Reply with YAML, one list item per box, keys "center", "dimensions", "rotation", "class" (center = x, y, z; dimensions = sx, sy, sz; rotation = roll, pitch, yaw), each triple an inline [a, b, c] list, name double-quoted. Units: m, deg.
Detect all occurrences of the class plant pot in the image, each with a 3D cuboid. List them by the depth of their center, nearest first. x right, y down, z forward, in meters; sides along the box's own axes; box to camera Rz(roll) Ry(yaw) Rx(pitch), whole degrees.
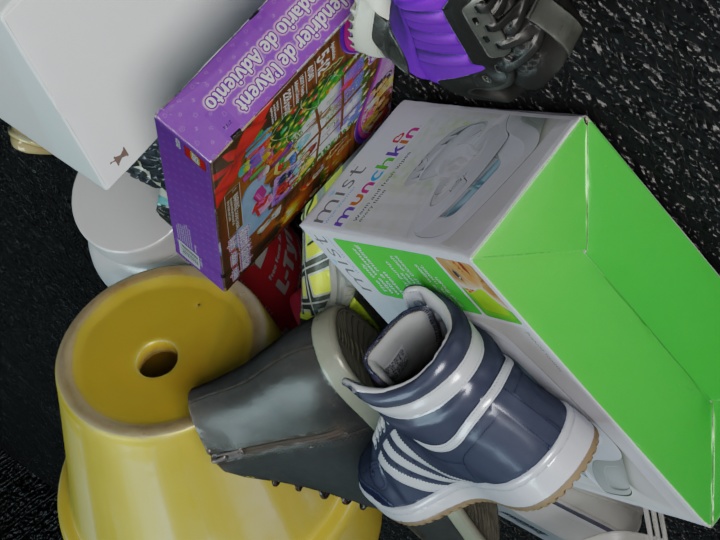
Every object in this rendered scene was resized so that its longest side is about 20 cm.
- center: [-0.099, 0.104, 1.562]
  dimensions: [0.200, 0.201, 0.189]
  rotation: [32, 155, 34]
  class: "plant pot"

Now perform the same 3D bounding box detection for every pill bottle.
- center: [-0.105, -0.013, 1.649]
  dimensions: [0.112, 0.113, 0.200]
  rotation: [34, 173, 28]
  class: "pill bottle"

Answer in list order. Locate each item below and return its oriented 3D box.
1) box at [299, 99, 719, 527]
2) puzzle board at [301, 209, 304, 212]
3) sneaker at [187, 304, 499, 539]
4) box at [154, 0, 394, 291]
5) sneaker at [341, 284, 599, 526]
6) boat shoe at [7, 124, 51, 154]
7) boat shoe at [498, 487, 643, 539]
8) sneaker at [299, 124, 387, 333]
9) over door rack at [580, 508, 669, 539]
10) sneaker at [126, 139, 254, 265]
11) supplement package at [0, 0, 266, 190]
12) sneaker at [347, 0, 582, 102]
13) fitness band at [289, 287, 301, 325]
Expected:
- center: [0.096, 0.016, 1.293]
  dimensions: [0.200, 0.097, 0.176]
  rotation: [48, 163, -25]
  class: "box"
- center: [-0.082, -0.098, 1.588]
  dimensions: [0.200, 0.017, 0.151]
  rotation: [33, 165, 34]
  class: "puzzle board"
- center: [-0.005, 0.104, 1.453]
  dimensions: [0.200, 0.106, 0.075]
  rotation: [50, -153, -33]
  class: "sneaker"
- center: [-0.039, -0.078, 1.285]
  dimensions: [0.039, 0.137, 0.200]
  rotation: [39, 166, 11]
  class: "box"
- center: [0.027, 0.067, 1.278]
  dimensions: [0.108, 0.070, 0.200]
  rotation: [40, 159, -17]
  class: "sneaker"
- center: [-0.136, -0.088, 1.473]
  dimensions: [0.073, 0.063, 0.200]
  rotation: [25, -174, 19]
  class: "boat shoe"
- center: [0.099, 0.115, 1.562]
  dimensions: [0.199, 0.066, 0.072]
  rotation: [31, 169, -27]
  class: "boat shoe"
- center: [0.000, 0.000, 1.459]
  dimensions: [0.077, 0.075, 0.201]
  rotation: [57, 143, 44]
  class: "sneaker"
- center: [0.101, 0.142, 1.445]
  dimensions: [0.199, 0.149, 0.066]
  rotation: [25, 134, -39]
  class: "over door rack"
- center: [-0.085, -0.078, 1.427]
  dimensions: [0.077, 0.087, 0.200]
  rotation: [22, 166, 13]
  class: "sneaker"
- center: [-0.168, -0.177, 1.308]
  dimensions: [0.200, 0.151, 0.152]
  rotation: [33, 163, 31]
  class: "supplement package"
- center: [0.049, -0.125, 1.075]
  dimensions: [0.099, 0.070, 0.200]
  rotation: [32, 168, 11]
  class: "sneaker"
- center: [0.014, 0.070, 1.648]
  dimensions: [0.144, 0.037, 0.200]
  rotation: [59, -173, 15]
  class: "fitness band"
